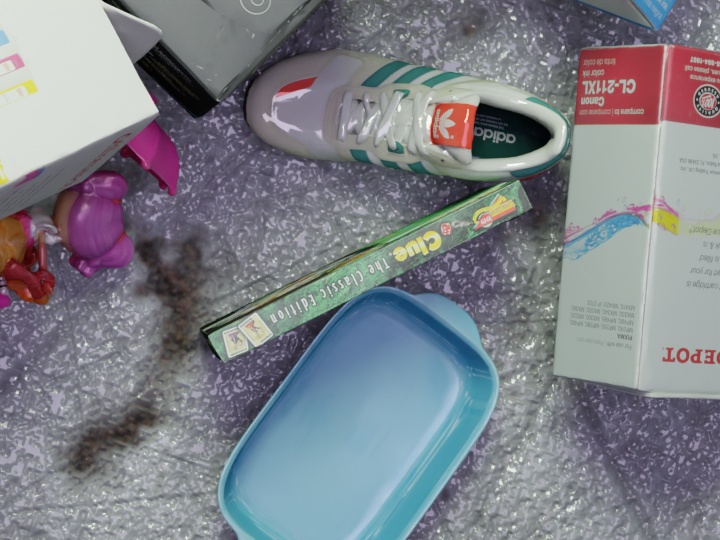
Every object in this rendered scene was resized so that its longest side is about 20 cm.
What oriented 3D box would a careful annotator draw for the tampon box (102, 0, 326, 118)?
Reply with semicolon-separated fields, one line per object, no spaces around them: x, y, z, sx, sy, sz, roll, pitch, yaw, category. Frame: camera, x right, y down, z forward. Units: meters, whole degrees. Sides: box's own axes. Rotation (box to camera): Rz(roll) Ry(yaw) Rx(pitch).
-0.093;-0.183;1.077;0.150;0.200;0.126;45;85;-7;tampon box

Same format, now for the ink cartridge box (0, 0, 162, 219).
-0.209;-0.086;0.966;0.200;0.128;0.126;-29;91;-31;ink cartridge box

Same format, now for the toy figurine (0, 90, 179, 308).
-0.194;-0.038;1.115;0.183;0.150;0.201;-10;115;-17;toy figurine

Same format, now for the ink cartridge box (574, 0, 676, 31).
0.154;-0.262;1.133;0.084;0.145;0.200;34;86;-50;ink cartridge box

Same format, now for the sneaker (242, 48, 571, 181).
0.032;-0.094;1.150;0.199;0.093;0.071;9;90;-8;sneaker

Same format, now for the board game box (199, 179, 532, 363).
0.000;0.000;1.143;0.200;0.105;0.024;-26;91;-6;board game box

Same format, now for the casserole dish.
-0.004;0.100;1.173;0.121;0.039;0.200;37;87;-13;casserole dish

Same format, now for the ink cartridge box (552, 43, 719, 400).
0.200;-0.027;1.156;0.145;0.083;0.201;5;91;-35;ink cartridge box
